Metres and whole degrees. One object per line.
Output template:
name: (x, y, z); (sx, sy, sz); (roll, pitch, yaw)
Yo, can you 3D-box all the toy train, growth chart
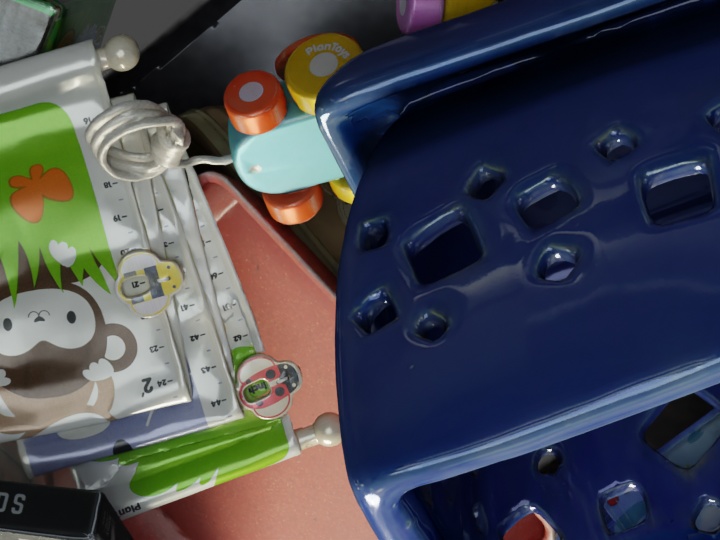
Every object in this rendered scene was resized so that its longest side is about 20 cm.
toy train: (-0.006, -0.099, 0.793); (0.149, 0.056, 0.200); (19, 135, -33)
growth chart: (-0.110, 0.010, 0.860); (0.144, 0.018, 0.201); (-25, 108, 2)

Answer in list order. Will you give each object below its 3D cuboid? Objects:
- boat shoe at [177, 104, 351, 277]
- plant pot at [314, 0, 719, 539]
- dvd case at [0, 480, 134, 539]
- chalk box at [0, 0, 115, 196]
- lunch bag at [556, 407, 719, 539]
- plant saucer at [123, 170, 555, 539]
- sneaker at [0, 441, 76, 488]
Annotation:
boat shoe: (0.000, 0.000, 0.948); (0.200, 0.071, 0.065); (47, 65, -4)
plant pot: (0.096, 0.011, 0.767); (0.199, 0.200, 0.181); (-18, 57, 9)
dvd case: (-0.150, 0.132, 0.915); (0.149, 0.200, 0.025); (4, 62, 13)
chalk box: (-0.180, -0.083, 0.910); (0.124, 0.124, 0.201); (22, 100, 0)
lunch bag: (0.183, 0.099, 0.907); (0.200, 0.161, 0.083); (-40, 58, 12)
plant saucer: (-0.041, 0.073, 0.938); (0.200, 0.037, 0.199); (47, 130, -4)
sneaker: (-0.206, 0.079, 0.968); (0.199, 0.081, 0.077); (31, 68, 16)
